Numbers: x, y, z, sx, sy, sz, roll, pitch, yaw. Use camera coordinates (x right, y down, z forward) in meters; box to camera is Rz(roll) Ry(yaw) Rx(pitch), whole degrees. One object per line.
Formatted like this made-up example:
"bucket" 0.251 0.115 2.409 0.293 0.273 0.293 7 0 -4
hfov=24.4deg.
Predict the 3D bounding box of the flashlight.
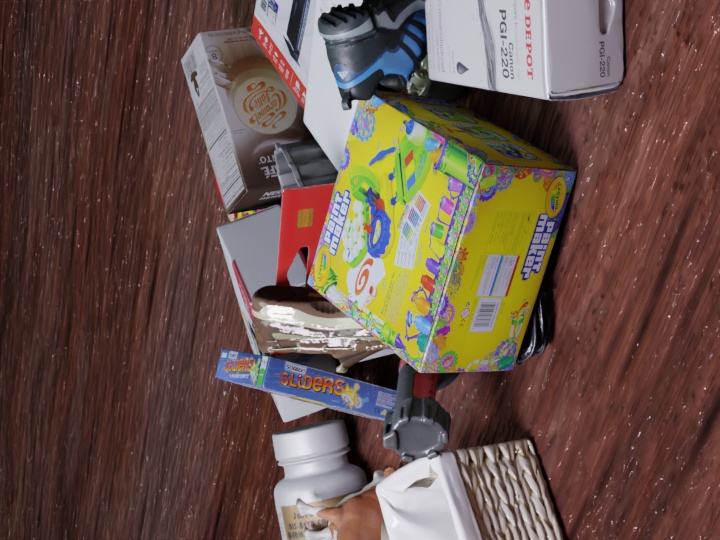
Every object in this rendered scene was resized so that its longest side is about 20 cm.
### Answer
"flashlight" 0.067 0.119 1.640 0.068 0.068 0.200 -51 11 20

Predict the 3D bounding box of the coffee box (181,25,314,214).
"coffee box" -0.124 -0.179 1.956 0.080 0.113 0.202 -40 66 60

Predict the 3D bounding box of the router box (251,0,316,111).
"router box" -0.048 -0.282 1.837 0.201 0.048 0.181 56 146 38

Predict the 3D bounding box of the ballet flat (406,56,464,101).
"ballet flat" 0.045 -0.254 1.648 0.067 0.063 0.202 -51 54 56

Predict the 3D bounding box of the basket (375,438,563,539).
"basket" 0.119 0.276 1.628 0.135 0.122 0.202 -37 66 56

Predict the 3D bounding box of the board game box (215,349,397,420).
"board game box" -0.043 0.129 1.820 0.135 0.198 0.035 2 77 62

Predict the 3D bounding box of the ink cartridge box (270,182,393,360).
"ink cartridge box" 0.000 0.000 1.707 0.045 0.174 0.202 45 138 48

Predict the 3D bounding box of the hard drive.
"hard drive" -0.018 -0.213 1.705 0.132 0.026 0.202 -124 34 -49

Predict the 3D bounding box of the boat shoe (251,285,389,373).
"boat shoe" -0.010 0.064 1.669 0.075 0.200 0.076 -51 -33 -68

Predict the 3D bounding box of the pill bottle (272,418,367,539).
"pill bottle" -0.042 0.284 1.965 0.114 0.113 0.203 -14 87 63

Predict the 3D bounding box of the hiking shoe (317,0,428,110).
"hiking shoe" 0.032 -0.215 1.549 0.074 0.199 0.088 9 114 40

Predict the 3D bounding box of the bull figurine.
"bull figurine" -0.011 0.306 1.854 0.065 0.120 0.202 66 -157 -49

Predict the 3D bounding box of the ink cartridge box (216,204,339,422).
"ink cartridge box" -0.091 0.052 1.926 0.146 0.082 0.201 -118 12 -46

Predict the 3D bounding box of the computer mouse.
"computer mouse" 0.122 0.018 1.618 0.199 0.046 0.143 9 100 51

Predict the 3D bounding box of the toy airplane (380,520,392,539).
"toy airplane" 0.036 0.382 1.722 0.140 0.199 0.202 4 65 28

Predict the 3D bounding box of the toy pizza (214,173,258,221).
"toy pizza" -0.143 -0.112 2.107 0.200 0.031 0.203 33 128 55

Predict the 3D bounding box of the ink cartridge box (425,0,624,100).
"ink cartridge box" 0.138 -0.232 1.452 0.199 0.084 0.148 19 117 58

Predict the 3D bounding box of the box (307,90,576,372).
"box" 0.071 -0.038 1.546 0.192 0.121 0.202 37 117 45

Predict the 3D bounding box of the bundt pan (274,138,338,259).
"bundt pan" -0.027 -0.052 1.810 0.202 0.075 0.204 162 90 -82
